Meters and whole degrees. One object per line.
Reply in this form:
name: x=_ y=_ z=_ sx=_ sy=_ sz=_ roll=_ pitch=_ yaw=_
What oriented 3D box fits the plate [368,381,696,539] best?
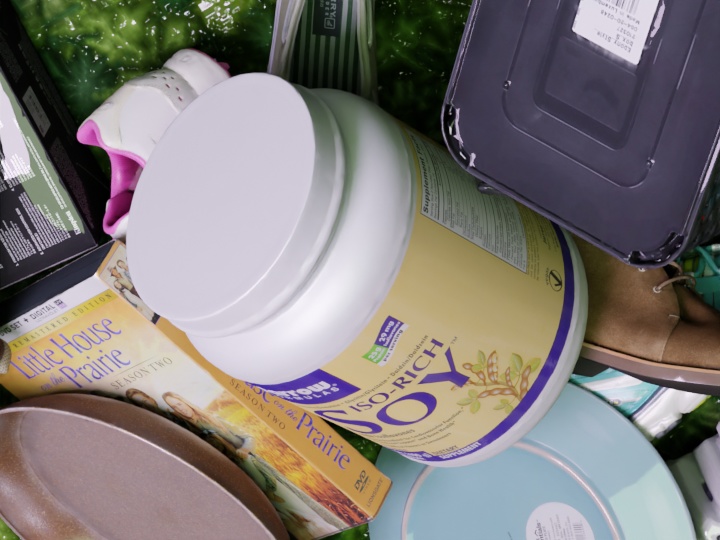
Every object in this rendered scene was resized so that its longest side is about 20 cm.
plate: x=0.086 y=0.152 z=1.334 sx=0.199 sy=0.026 sz=0.202 roll=9 pitch=109 yaw=29

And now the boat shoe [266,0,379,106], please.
boat shoe: x=-0.023 y=-0.080 z=1.274 sx=0.071 sy=0.062 sz=0.201 roll=0 pitch=113 yaw=3

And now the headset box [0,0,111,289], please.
headset box: x=-0.251 y=-0.048 z=1.290 sx=0.199 sy=0.077 sz=0.149 roll=-24 pitch=109 yaw=12

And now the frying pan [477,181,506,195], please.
frying pan: x=0.134 y=-0.051 z=1.244 sx=0.189 sy=0.115 sz=0.031 roll=4 pitch=95 yaw=-15

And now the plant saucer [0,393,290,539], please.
plant saucer: x=-0.116 y=0.127 z=1.330 sx=0.199 sy=0.032 sz=0.201 roll=20 pitch=145 yaw=14

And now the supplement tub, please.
supplement tub: x=0.000 y=0.000 z=1.202 sx=0.200 sy=0.146 sz=0.145 roll=27 pitch=114 yaw=-42

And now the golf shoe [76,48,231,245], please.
golf shoe: x=-0.088 y=-0.009 z=1.285 sx=0.091 sy=0.075 sz=0.201 roll=-26 pitch=108 yaw=-30

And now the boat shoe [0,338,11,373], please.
boat shoe: x=-0.214 y=0.032 z=1.253 sx=0.074 sy=0.075 sz=0.203 roll=4 pitch=117 yaw=-28

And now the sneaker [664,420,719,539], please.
sneaker: x=0.208 y=0.128 z=1.344 sx=0.088 sy=0.081 sz=0.200 roll=28 pitch=118 yaw=-34

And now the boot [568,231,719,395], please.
boot: x=0.151 y=0.022 z=1.251 sx=0.199 sy=0.074 sz=0.076 roll=11 pitch=84 yaw=29

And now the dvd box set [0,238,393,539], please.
dvd box set: x=-0.098 y=0.075 z=1.307 sx=0.200 sy=0.029 sz=0.146 roll=43 pitch=142 yaw=-19

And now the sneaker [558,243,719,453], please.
sneaker: x=0.177 y=0.019 z=1.301 sx=0.200 sy=0.078 sz=0.080 roll=-40 pitch=93 yaw=15

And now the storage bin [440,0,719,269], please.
storage bin: x=0.133 y=-0.120 z=1.105 sx=0.135 sy=0.094 sz=0.201 roll=31 pitch=123 yaw=25
